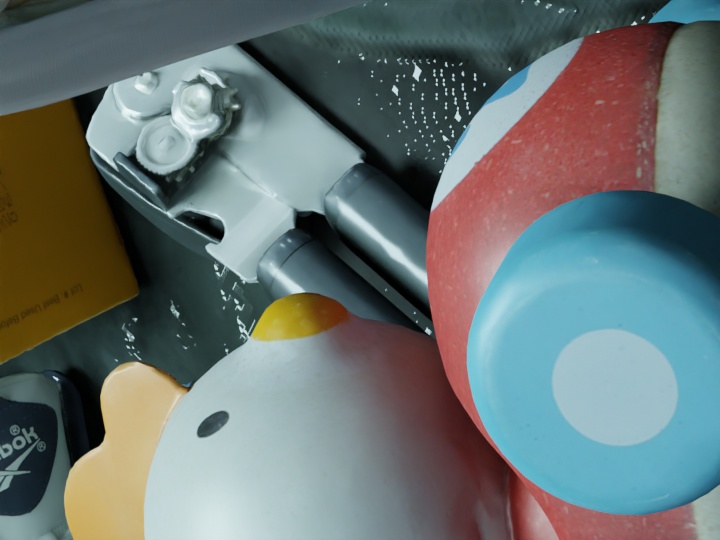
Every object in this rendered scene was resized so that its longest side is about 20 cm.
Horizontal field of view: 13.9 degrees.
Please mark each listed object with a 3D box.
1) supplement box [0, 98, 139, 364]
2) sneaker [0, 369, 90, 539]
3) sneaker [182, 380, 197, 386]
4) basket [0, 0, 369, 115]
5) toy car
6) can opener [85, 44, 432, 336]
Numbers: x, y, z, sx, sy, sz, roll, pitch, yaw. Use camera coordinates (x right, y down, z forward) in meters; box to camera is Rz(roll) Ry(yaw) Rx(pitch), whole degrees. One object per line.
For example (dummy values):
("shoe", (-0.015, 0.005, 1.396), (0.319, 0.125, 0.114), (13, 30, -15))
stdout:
("supplement box", (-0.176, -0.034, 0.985), (0.200, 0.073, 0.126), (-2, 110, 47))
("sneaker", (-0.105, 0.100, 0.980), (0.199, 0.079, 0.130), (34, 142, 43))
("sneaker", (-0.054, 0.133, 0.908), (0.072, 0.072, 0.201), (-6, 79, 11))
("basket", (-0.087, -0.120, 0.752), (0.135, 0.200, 0.124), (11, 113, 42))
("toy car", (0.016, 0.038, 0.684), (0.200, 0.184, 0.177), (-6, 110, 18))
("can opener", (0.000, 0.000, 0.848), (0.200, 0.053, 0.066), (40, 170, 27))
